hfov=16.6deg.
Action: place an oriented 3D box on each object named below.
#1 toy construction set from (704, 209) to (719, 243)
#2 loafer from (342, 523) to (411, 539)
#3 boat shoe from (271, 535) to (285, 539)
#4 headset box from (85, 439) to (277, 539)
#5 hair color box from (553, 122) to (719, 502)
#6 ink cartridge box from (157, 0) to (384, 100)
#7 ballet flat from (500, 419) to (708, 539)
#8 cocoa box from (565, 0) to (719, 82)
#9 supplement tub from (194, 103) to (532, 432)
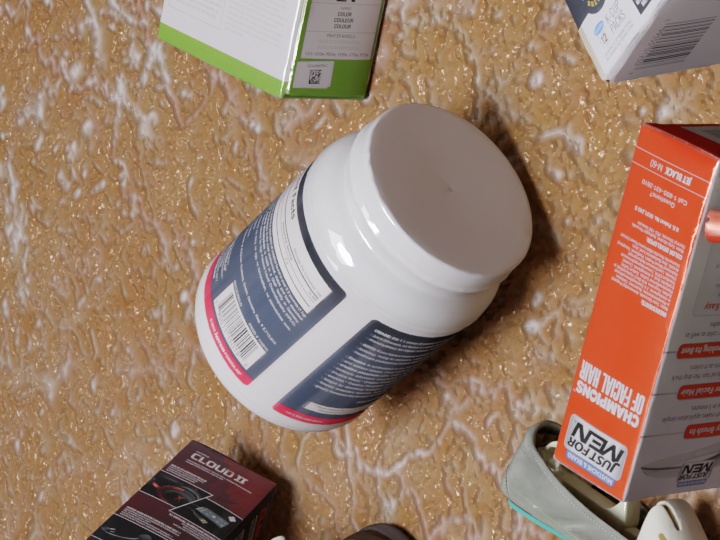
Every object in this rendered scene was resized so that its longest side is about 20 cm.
[{"bbox_3d":[0.254,0.021,1.222,0.200,0.092,0.131,18,139,38],"label":"toy construction set"},{"bbox_3d":[0.037,0.238,1.569,0.200,0.071,0.073,38,120,41],"label":"loafer"},{"bbox_3d":[-0.059,0.212,1.610,0.075,0.202,0.086,-29,52,11],"label":"boat shoe"},{"bbox_3d":[-0.138,0.221,1.681,0.075,0.200,0.149,26,123,14],"label":"headset box"},{"bbox_3d":[0.186,0.021,1.352,0.064,0.111,0.200,31,115,44],"label":"hair color box"},{"bbox_3d":[-0.048,-0.228,1.631,0.148,0.076,0.200,29,113,45],"label":"ink cartridge box"},{"bbox_3d":[0.158,0.149,1.429,0.200,0.067,0.064,35,111,42],"label":"ballet flat"},{"bbox_3d":[0.191,-0.212,1.279,0.131,0.133,0.200,67,151,22],"label":"cocoa box"},{"bbox_3d":[0.000,0.000,1.541,0.200,0.140,0.140,-42,62,42],"label":"supplement tub"}]
